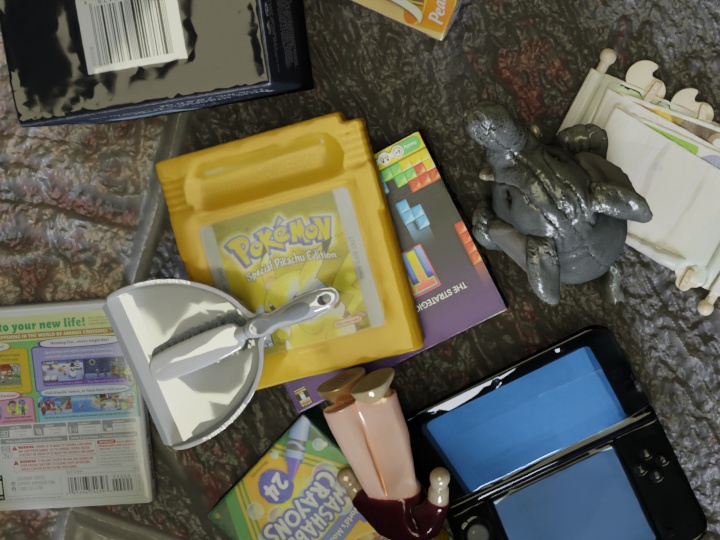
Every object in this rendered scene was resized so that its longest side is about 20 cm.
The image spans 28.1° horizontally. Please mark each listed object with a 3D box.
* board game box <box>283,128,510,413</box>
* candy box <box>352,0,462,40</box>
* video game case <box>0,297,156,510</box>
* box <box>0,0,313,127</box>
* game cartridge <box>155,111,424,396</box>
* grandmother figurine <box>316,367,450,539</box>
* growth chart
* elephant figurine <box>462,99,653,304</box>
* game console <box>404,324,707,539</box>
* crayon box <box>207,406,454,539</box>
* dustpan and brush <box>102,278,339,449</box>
[{"bbox_3d":[0.000,0.000,1.201,0.199,0.057,0.166,-27,92,10],"label":"board game box"},{"bbox_3d":[0.052,-0.297,1.127,0.115,0.055,0.201,24,118,4],"label":"candy box"},{"bbox_3d":[-0.286,0.120,1.270,0.199,0.022,0.183,-4,97,8],"label":"video game case"},{"bbox_3d":[-0.151,-0.183,1.121,0.196,0.200,0.118,-8,96,8],"label":"box"},{"bbox_3d":[-0.057,-0.013,1.161,0.175,0.032,0.201,-15,98,12],"label":"game cartridge"},{"bbox_3d":[0.024,0.177,1.155,0.060,0.121,0.201,-28,106,-30],"label":"grandmother figurine"},{"bbox_3d":[0.247,-0.077,1.179,0.200,0.018,0.145,36,100,1],"label":"growth chart"},{"bbox_3d":[0.144,-0.046,1.085,0.154,0.200,0.142,10,96,3],"label":"elephant figurine"},{"bbox_3d":[0.153,0.172,1.168,0.199,0.116,0.177,-27,68,10],"label":"game console"},{"bbox_3d":[-0.015,0.229,1.236,0.200,0.052,0.126,43,101,0],"label":"crayon box"},{"bbox_3d":[-0.102,0.052,1.134,0.199,0.057,0.140,-23,93,12],"label":"dustpan and brush"}]
